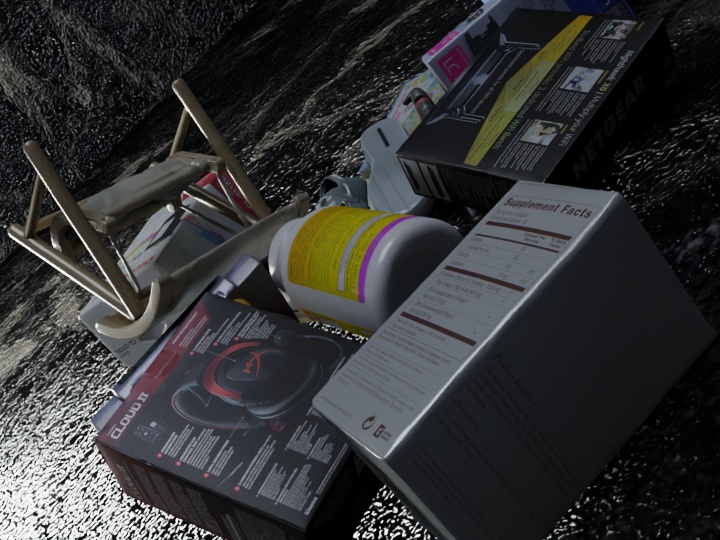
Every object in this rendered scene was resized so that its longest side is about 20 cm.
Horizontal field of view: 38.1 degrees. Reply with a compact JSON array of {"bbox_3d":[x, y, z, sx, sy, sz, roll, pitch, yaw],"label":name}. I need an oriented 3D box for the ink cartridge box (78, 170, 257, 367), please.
[{"bbox_3d":[-0.205,-0.008,1.164,0.145,0.083,0.201,-30,22,33],"label":"ink cartridge box"}]

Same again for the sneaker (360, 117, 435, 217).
[{"bbox_3d":[0.048,-0.088,1.050,0.072,0.071,0.201,-28,29,11],"label":"sneaker"}]

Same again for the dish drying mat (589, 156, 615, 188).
[{"bbox_3d":[0.146,-0.121,0.931,0.077,0.018,0.201,-41,39,7],"label":"dish drying mat"}]

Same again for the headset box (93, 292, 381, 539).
[{"bbox_3d":[-0.079,0.110,0.749,0.197,0.076,0.149,16,52,25],"label":"headset box"}]

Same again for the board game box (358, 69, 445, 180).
[{"bbox_3d":[0.084,-0.186,1.223,0.133,0.034,0.201,-25,27,37],"label":"board game box"}]

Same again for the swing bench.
[{"bbox_3d":[-0.190,-0.048,0.996,0.198,0.200,0.130,-33,-20,-43],"label":"swing bench"}]

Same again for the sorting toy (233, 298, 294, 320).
[{"bbox_3d":[-0.071,0.122,0.849,0.179,0.107,0.200,22,63,45],"label":"sorting toy"}]

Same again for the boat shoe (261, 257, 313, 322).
[{"bbox_3d":[-0.099,0.016,1.102,0.199,0.069,0.075,-14,34,51],"label":"boat shoe"}]

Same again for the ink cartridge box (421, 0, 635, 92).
[{"bbox_3d":[0.172,-0.223,1.025,0.199,0.120,0.042,-39,17,3],"label":"ink cartridge box"}]

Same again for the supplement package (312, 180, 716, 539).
[{"bbox_3d":[0.090,0.059,0.625,0.200,0.117,0.117,-45,21,-11],"label":"supplement package"}]

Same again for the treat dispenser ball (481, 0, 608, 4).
[{"bbox_3d":[0.205,-0.357,1.111,0.200,0.201,0.202,-34,22,16],"label":"treat dispenser ball"}]

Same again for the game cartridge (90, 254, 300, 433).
[{"bbox_3d":[-0.137,0.096,0.931,0.038,0.130,0.200,22,63,45],"label":"game cartridge"}]

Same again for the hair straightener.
[{"bbox_3d":[0.087,-0.112,1.013,0.041,0.077,0.201,-39,42,9],"label":"hair straightener"}]

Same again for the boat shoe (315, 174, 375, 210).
[{"bbox_3d":[-0.019,-0.050,1.066,0.201,0.061,0.074,-85,12,-67],"label":"boat shoe"}]

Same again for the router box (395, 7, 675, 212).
[{"bbox_3d":[0.148,-0.136,0.883,0.156,0.053,0.201,18,60,43],"label":"router box"}]

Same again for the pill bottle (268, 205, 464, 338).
[{"bbox_3d":[0.000,0.000,0.882,0.104,0.105,0.199,-48,30,-19],"label":"pill bottle"}]
